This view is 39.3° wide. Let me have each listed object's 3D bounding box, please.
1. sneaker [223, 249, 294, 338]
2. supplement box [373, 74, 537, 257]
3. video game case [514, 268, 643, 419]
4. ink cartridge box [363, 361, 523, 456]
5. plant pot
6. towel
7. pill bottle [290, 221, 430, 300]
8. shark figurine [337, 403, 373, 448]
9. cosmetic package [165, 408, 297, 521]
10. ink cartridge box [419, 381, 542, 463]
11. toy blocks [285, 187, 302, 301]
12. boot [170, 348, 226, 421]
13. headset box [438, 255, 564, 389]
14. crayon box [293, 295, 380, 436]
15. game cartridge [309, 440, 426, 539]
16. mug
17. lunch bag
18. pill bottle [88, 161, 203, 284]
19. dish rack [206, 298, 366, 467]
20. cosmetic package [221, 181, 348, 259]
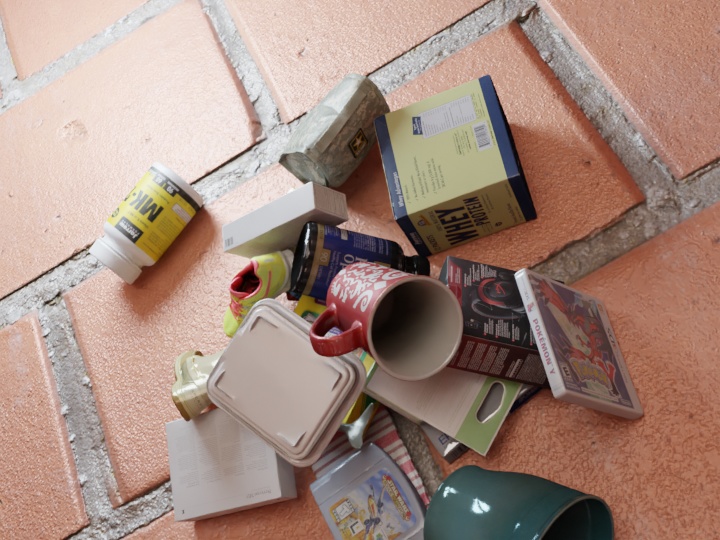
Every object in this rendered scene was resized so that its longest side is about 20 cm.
[{"bbox_3d":[-0.182,0.038,1.611,0.201,0.090,0.079,-54,55,34],"label":"sneaker"},{"bbox_3d":[0.147,-0.161,1.581,0.198,0.134,0.202,-19,59,13],"label":"supplement box"},{"bbox_3d":[0.295,0.100,1.349,0.023,0.199,0.184,-35,54,32],"label":"video game case"},{"bbox_3d":[0.120,0.155,1.432,0.199,0.048,0.146,30,74,7],"label":"ink cartridge box"},{"bbox_3d":[0.187,0.346,1.280,0.187,0.200,0.201,19,72,43],"label":"plant pot"},{"bbox_3d":[0.011,0.300,1.470,0.146,0.030,0.201,-32,56,8],"label":"towel"},{"bbox_3d":[0.000,0.000,1.531,0.198,0.112,0.113,13,65,-11],"label":"pill bottle"},{"bbox_3d":[-0.088,0.188,1.425,0.215,0.089,0.128,45,128,8],"label":"shark figurine"},{"bbox_3d":[-0.197,0.285,1.516,0.198,0.052,0.153,-18,69,26],"label":"cosmetic package"},{"bbox_3d":[0.148,0.144,1.481,0.199,0.041,0.200,-39,56,1],"label":"ink cartridge box"},{"bbox_3d":[-0.103,-0.036,1.659,0.137,0.100,0.200,-50,52,5],"label":"toy blocks"},{"bbox_3d":[-0.214,0.149,1.575,0.154,0.073,0.200,-29,13,2],"label":"boot"},{"bbox_3d":[0.185,0.069,1.406,0.198,0.075,0.150,12,44,-6],"label":"headset box"},{"bbox_3d":[-0.044,0.141,1.538,0.199,0.058,0.174,15,72,40],"label":"crayon box"},{"bbox_3d":[0.023,0.344,1.403,0.133,0.041,0.201,-39,55,8],"label":"game cartridge"},{"bbox_3d":[0.017,0.051,1.341,0.200,0.176,0.135,-153,77,-67],"label":"mug"},{"bbox_3d":[-0.039,-0.222,1.649,0.117,0.200,0.165,39,81,-6],"label":"lunch bag"},{"bbox_3d":[-0.380,-0.082,1.781,0.114,0.114,0.201,32,80,32],"label":"pill bottle"},{"bbox_3d":[-0.109,0.151,1.378,0.199,0.044,0.173,34,92,17],"label":"dish rack"},{"bbox_3d":[-0.120,-0.075,1.582,0.199,0.082,0.051,-22,64,34],"label":"cosmetic package"}]
